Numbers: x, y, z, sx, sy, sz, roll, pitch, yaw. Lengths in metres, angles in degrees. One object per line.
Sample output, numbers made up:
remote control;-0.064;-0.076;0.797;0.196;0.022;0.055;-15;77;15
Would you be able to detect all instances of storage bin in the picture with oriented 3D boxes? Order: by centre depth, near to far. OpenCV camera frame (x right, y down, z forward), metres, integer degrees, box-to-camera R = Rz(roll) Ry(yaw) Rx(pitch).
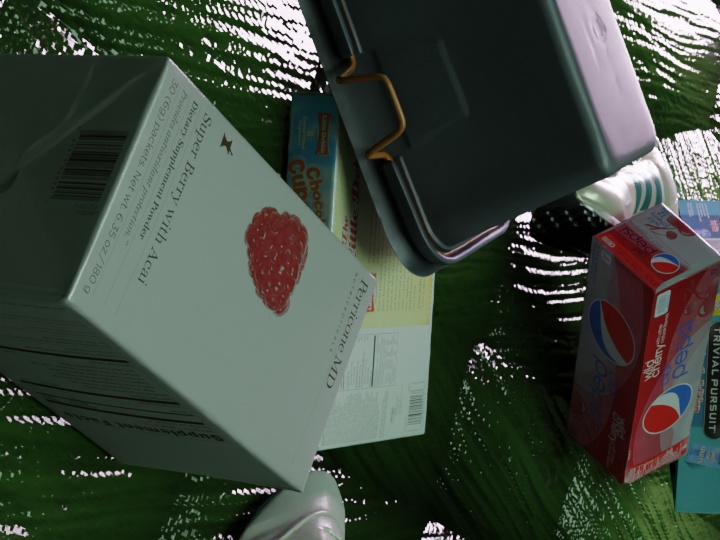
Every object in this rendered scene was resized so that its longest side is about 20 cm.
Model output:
storage bin;0.067;-0.114;1.015;0.145;0.134;0.201;-28;98;-57

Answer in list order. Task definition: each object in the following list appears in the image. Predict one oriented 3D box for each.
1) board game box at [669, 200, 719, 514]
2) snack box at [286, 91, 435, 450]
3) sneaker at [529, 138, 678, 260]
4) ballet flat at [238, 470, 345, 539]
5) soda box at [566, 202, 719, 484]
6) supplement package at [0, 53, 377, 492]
board game box;0.263;0.062;1.398;0.151;0.047;0.201;-68;159;-71
snack box;0.000;0.000;1.074;0.116;0.037;0.201;0;94;-56
sneaker;0.175;-0.060;1.307;0.199;0.070;0.094;18;73;-58
ballet flat;-0.049;0.178;1.002;0.200;0.069;0.070;-37;124;-48
soda box;0.195;0.055;1.276;0.063;0.070;0.201;-24;139;-24
supplement package;-0.100;0.004;0.851;0.200;0.119;0.122;46;57;-49
